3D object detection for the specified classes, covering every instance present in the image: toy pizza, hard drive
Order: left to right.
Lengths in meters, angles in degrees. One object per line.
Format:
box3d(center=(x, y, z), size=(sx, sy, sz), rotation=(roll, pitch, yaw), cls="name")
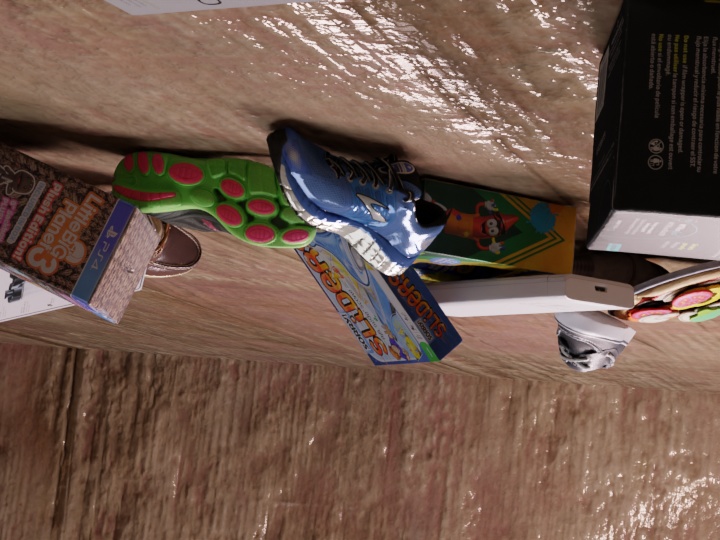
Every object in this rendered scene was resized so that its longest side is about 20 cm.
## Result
box3d(center=(0.147, 0.025, 1.486), size=(0.200, 0.027, 0.132), rotation=(-5, 172, 38), cls="hard drive")
box3d(center=(0.361, 0.027, 1.610), size=(0.200, 0.032, 0.200), rotation=(-12, 166, -3), cls="toy pizza")

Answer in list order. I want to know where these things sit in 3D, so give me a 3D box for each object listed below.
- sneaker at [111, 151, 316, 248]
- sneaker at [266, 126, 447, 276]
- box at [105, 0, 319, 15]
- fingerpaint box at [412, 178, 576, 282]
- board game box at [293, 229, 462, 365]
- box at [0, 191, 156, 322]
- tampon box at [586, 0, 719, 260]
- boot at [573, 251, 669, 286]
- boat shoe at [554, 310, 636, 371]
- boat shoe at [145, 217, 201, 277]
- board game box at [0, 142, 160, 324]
box3d(center=(-0.129, -0.069, 1.412), size=(0.200, 0.077, 0.084), rotation=(16, 180, 15), cls="sneaker")
box3d(center=(0.000, -0.074, 1.297), size=(0.089, 0.079, 0.200), rotation=(-38, 136, 21), cls="sneaker")
box3d(center=(-0.079, -0.173, 0.777), size=(0.200, 0.036, 0.144), rotation=(0, 170, 30), cls="box")
box3d(center=(0.088, -0.028, 1.494), size=(0.167, 0.074, 0.200), rotation=(9, 171, -25), cls="fingerpaint box")
box3d(center=(0.000, 0.000, 1.445), size=(0.200, 0.034, 0.135), rotation=(55, 156, -11), cls="board game box")
box3d(center=(-0.320, -0.013, 1.564), size=(0.200, 0.060, 0.117), rotation=(-14, 150, -25), cls="box")
box3d(center=(0.242, -0.075, 0.893), size=(0.200, 0.127, 0.150), rotation=(5, 172, 3), cls="tampon box")
box3d(center=(0.242, 0.015, 1.705), size=(0.146, 0.070, 0.200), rotation=(9, 172, -31), cls="boot")
box3d(center=(0.240, 0.075, 1.611), size=(0.072, 0.068, 0.200), rotation=(29, -176, 19), cls="boat shoe")
box3d(center=(-0.246, -0.037, 1.700), size=(0.072, 0.072, 0.200), rotation=(0, 163, 43), cls="boat shoe")
box3d(center=(-0.302, -0.043, 1.399), size=(0.200, 0.097, 0.159), rotation=(25, 173, 3), cls="board game box")
